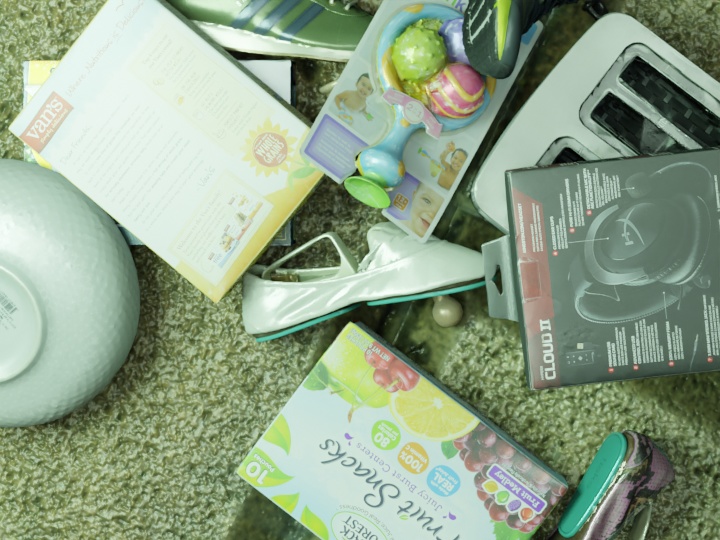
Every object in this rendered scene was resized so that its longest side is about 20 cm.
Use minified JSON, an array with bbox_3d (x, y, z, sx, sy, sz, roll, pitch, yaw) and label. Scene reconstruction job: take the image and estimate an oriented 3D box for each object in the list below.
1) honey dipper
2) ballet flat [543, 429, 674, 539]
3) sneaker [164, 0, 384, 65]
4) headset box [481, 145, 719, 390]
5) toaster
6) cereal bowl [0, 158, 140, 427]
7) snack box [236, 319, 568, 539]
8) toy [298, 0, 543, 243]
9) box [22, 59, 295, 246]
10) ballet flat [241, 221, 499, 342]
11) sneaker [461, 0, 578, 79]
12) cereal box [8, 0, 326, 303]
[{"bbox_3d":[0.027,-0.050,1.718,0.038,0.038,0.200,-24,94,4],"label":"honey dipper"},{"bbox_3d":[0.160,0.209,1.702,0.071,0.069,0.200,36,93,-17],"label":"ballet flat"},{"bbox_3d":[-0.054,-0.201,1.699,0.200,0.067,0.090,8,97,7],"label":"sneaker"},{"bbox_3d":[0.183,-0.003,1.566,0.200,0.077,0.149,-7,93,3],"label":"headset box"},{"bbox_3d":[0.186,-0.076,1.662,0.200,0.119,0.181,38,93,2],"label":"toaster"},{"bbox_3d":[-0.264,0.025,1.688,0.200,0.083,0.200,3,107,10],"label":"cereal bowl"},{"bbox_3d":[0.031,0.151,1.710,0.200,0.053,0.142,37,95,2],"label":"snack box"},{"bbox_3d":[0.052,-0.133,1.654,0.115,0.047,0.200,35,71,-16],"label":"toy"},{"bbox_3d":[-0.148,-0.087,1.723,0.200,0.038,0.137,1,93,4],"label":"box"},{"bbox_3d":[0.000,0.000,1.684,0.200,0.069,0.070,-14,90,21],"label":"ballet flat"},{"bbox_3d":[0.131,-0.211,1.650,0.081,0.074,0.200,25,57,-6],"label":"sneaker"},{"bbox_3d":[-0.132,-0.094,1.678,0.200,0.040,0.144,41,100,1],"label":"cereal box"}]
